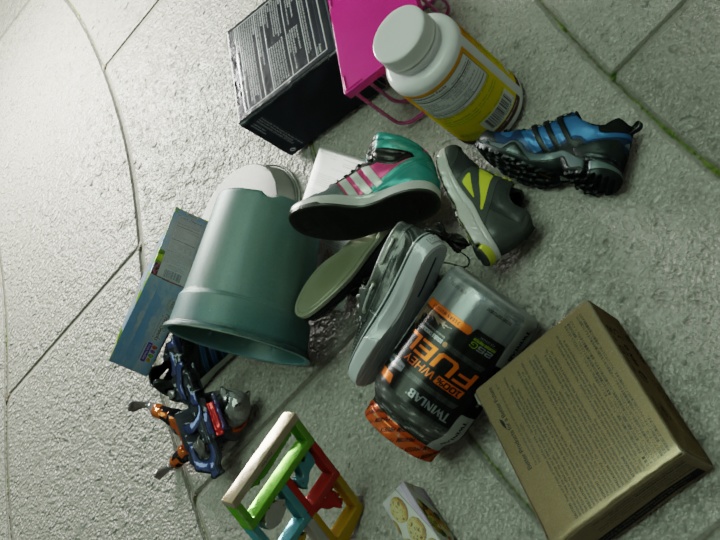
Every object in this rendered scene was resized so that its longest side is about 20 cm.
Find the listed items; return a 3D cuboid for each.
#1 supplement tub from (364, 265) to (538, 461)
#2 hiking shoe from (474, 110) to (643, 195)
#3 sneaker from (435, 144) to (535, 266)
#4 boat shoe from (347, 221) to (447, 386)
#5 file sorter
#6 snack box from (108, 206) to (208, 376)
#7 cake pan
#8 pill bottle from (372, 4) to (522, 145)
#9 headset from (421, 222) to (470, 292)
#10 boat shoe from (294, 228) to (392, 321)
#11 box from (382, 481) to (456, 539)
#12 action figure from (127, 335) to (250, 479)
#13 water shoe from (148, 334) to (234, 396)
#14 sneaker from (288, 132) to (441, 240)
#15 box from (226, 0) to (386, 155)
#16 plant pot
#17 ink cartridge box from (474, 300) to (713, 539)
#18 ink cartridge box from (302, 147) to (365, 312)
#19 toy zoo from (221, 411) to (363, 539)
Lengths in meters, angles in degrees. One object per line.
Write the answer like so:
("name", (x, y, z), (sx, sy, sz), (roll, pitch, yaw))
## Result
("supplement tub", (0.098, 0.106, 1.197), (0.201, 0.122, 0.122), (-56, 43, 6))
("hiking shoe", (0.230, -0.145, 1.249), (0.199, 0.074, 0.087), (17, 74, 37))
("sneaker", (0.154, -0.088, 1.296), (0.084, 0.075, 0.201), (-24, 47, 5))
("boat shoe", (0.031, 0.037, 1.227), (0.071, 0.072, 0.201), (37, 107, 32))
("file sorter", (0.056, -0.322, 1.457), (0.139, 0.125, 0.201), (-32, 49, 29))
("snack box", (-0.291, 0.027, 1.558), (0.169, 0.067, 0.200), (-59, 15, 28))
("cake pan", (-0.175, -0.077, 1.615), (0.199, 0.037, 0.201), (-22, 55, 35))
("pill bottle", (0.107, -0.242, 1.312), (0.109, 0.200, 0.110), (-21, 55, 34))
("headset", (0.060, 0.026, 1.291), (0.200, 0.094, 0.124), (-49, 37, 32))
("boat shoe", (-0.001, -0.001, 1.359), (0.074, 0.066, 0.200), (11, 58, 51))
("box", (0.090, 0.316, 1.157), (0.041, 0.039, 0.200), (-49, 44, 14))
("action figure", (-0.233, 0.192, 1.487), (0.193, 0.104, 0.201), (-17, 83, 31))
("water shoe", (-0.229, 0.105, 1.540), (0.200, 0.079, 0.072), (-53, 44, 9))
("sneaker", (0.007, -0.114, 1.342), (0.199, 0.084, 0.121), (-9, 48, 18))
("box", (-0.083, -0.317, 1.588), (0.198, 0.123, 0.201), (-32, 52, 29))
("plant pot", (-0.142, 0.006, 1.413), (0.199, 0.200, 0.197), (0, 72, 43))
("ink cartridge box", (0.230, 0.160, 1.078), (0.165, 0.075, 0.201), (-43, 47, 21))
("ink cartridge box", (-0.026, -0.058, 1.468), (0.161, 0.050, 0.201), (24, 100, 47))
("toy zoo", (-0.066, 0.278, 1.222), (0.020, 0.200, 0.131), (0, 43, 43))
